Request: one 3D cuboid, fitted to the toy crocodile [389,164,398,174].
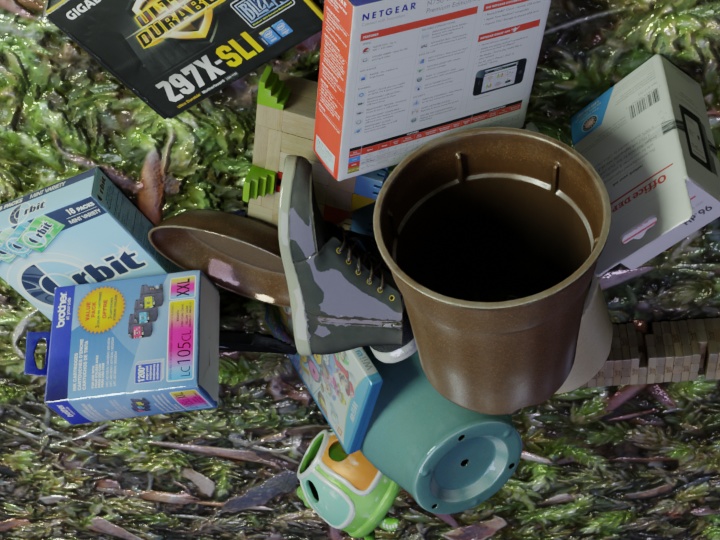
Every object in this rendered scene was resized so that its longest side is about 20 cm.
[{"bbox_3d":[0.039,-0.096,1.267,0.061,0.068,0.201,9,138,-5],"label":"toy crocodile"}]

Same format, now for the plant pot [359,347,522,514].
[{"bbox_3d":[0.079,0.159,1.427,0.199,0.188,0.201,-15,130,-18],"label":"plant pot"}]

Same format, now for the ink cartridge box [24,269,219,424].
[{"bbox_3d":[-0.253,0.084,1.354,0.198,0.137,0.076,-8,153,11],"label":"ink cartridge box"}]

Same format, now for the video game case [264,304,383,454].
[{"bbox_3d":[-0.044,0.084,1.397,0.018,0.201,0.144,-19,149,-26],"label":"video game case"}]

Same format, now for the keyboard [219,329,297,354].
[{"bbox_3d":[-0.173,0.067,1.450,0.199,0.040,0.104,0,168,35],"label":"keyboard"}]

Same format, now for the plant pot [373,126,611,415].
[{"bbox_3d":[0.119,0.014,1.140,0.198,0.201,0.199,-4,140,5],"label":"plant pot"}]

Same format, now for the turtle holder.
[{"bbox_3d":[-0.012,0.268,1.678,0.131,0.142,0.185,29,175,-10],"label":"turtle holder"}]

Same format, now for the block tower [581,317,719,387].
[{"bbox_3d":[0.336,0.098,1.510,0.198,0.058,0.054,-3,140,6],"label":"block tower"}]

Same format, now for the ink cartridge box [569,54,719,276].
[{"bbox_3d":[0.264,-0.084,1.173,0.068,0.201,0.116,28,134,-30],"label":"ink cartridge box"}]

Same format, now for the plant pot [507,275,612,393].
[{"bbox_3d":[0.182,0.040,1.354,0.199,0.202,0.183,-17,149,20],"label":"plant pot"}]

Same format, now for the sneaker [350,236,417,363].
[{"bbox_3d":[0.000,0.000,1.315,0.073,0.200,0.112,-29,123,-6],"label":"sneaker"}]

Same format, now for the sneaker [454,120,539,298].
[{"bbox_3d":[0.122,-0.058,1.264,0.076,0.077,0.201,-12,140,-58],"label":"sneaker"}]

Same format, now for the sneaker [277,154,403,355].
[{"bbox_3d":[-0.016,-0.017,1.174,0.105,0.075,0.201,-4,120,5],"label":"sneaker"}]

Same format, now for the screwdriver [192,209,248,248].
[{"bbox_3d":[-0.106,-0.064,1.338,0.199,0.028,0.029,-22,167,24],"label":"screwdriver"}]

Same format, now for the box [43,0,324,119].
[{"bbox_3d":[-0.149,-0.233,1.117,0.199,0.050,0.160,-25,136,27],"label":"box"}]

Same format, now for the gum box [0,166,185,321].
[{"bbox_3d":[-0.298,-0.011,1.390,0.169,0.045,0.200,-17,137,21],"label":"gum box"}]

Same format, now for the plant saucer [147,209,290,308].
[{"bbox_3d":[-0.117,-0.015,1.301,0.199,0.037,0.201,17,164,5],"label":"plant saucer"}]

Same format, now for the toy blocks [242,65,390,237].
[{"bbox_3d":[-0.031,-0.099,1.210,0.136,0.100,0.201,15,137,5],"label":"toy blocks"}]

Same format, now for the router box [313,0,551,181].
[{"bbox_3d":[0.062,-0.182,1.095,0.199,0.049,0.180,-17,139,-23],"label":"router box"}]
